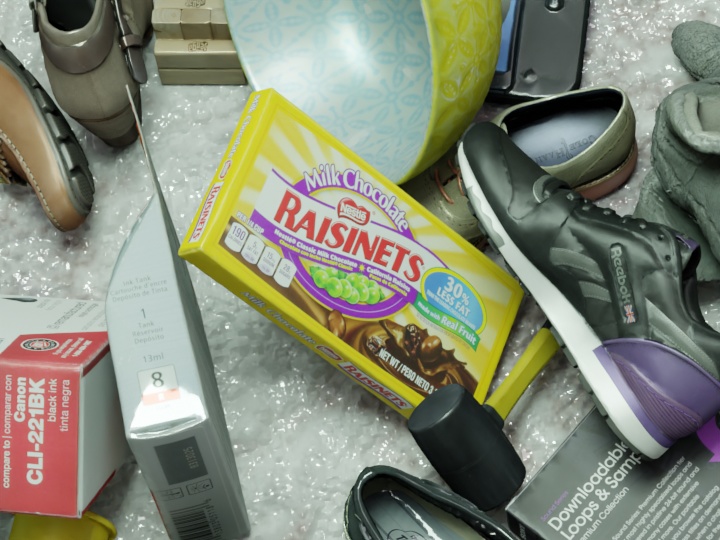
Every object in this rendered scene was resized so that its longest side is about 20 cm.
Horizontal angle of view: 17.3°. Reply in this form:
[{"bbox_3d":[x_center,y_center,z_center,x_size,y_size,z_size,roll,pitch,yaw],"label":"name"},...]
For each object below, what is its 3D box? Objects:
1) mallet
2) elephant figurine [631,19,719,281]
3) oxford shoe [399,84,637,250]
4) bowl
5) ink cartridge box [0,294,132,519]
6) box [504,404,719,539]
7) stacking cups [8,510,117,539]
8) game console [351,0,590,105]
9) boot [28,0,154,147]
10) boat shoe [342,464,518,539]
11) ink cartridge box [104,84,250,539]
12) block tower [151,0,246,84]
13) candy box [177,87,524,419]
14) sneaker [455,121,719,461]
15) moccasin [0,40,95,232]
[{"bbox_3d":[0.094,0.035,1.289,0.066,0.041,0.201,44,61,-23],"label":"mallet"},{"bbox_3d":[0.208,-0.051,1.299,0.199,0.155,0.142,31,97,26],"label":"elephant figurine"},{"bbox_3d":[0.063,-0.056,1.331,0.199,0.074,0.071,-26,67,-7],"label":"oxford shoe"},{"bbox_3d":[0.019,-0.154,1.311,0.107,0.201,0.200,-24,62,-31],"label":"bowl"},{"bbox_3d":[-0.226,0.064,1.248,0.198,0.144,0.084,3,102,7],"label":"ink cartridge box"},{"bbox_3d":[0.195,0.138,1.246,0.200,0.036,0.143,38,72,19],"label":"box"},{"bbox_3d":[-0.176,0.221,1.223,0.060,0.061,0.201,8,66,8],"label":"stacking cups"},{"bbox_3d":[0.037,-0.202,1.375,0.198,0.118,0.172,6,70,8],"label":"game console"},{"bbox_3d":[-0.162,-0.171,1.367,0.070,0.146,0.201,-17,63,-2],"label":"boot"},{"bbox_3d":[0.066,0.170,1.222,0.074,0.066,0.200,-36,66,-14],"label":"boat shoe"},{"bbox_3d":[-0.110,0.028,1.254,0.050,0.162,0.201,-17,63,-3],"label":"ink cartridge box"},{"bbox_3d":[-0.087,-0.212,1.435,0.057,0.054,0.201,1,64,4],"label":"block tower"},{"bbox_3d":[0.000,0.000,1.264,0.026,0.200,0.103,-13,48,50],"label":"candy box"},{"bbox_3d":[0.132,-0.007,1.244,0.087,0.076,0.201,-37,79,16],"label":"sneaker"},{"bbox_3d":[-0.225,-0.094,1.377,0.078,0.074,0.202,-39,69,-4],"label":"moccasin"}]
